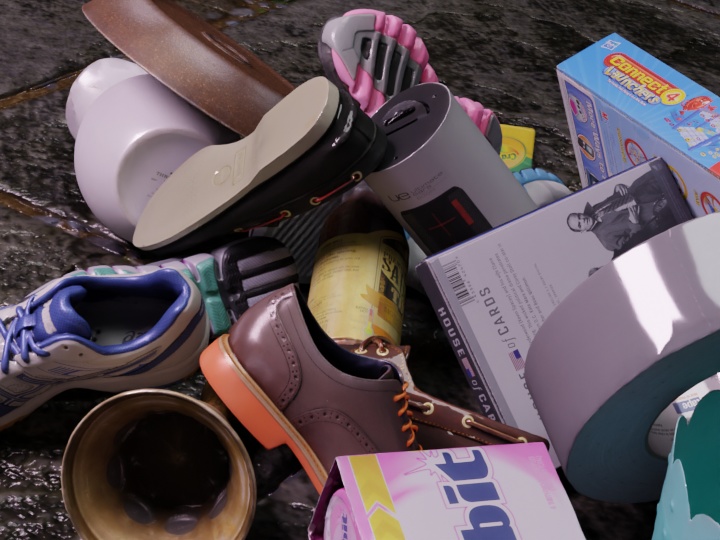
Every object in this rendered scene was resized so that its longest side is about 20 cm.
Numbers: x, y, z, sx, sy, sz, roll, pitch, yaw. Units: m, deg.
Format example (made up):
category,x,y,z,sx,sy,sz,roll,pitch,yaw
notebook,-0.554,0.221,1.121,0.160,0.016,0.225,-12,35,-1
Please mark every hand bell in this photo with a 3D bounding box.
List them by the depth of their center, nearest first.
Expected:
category,x,y,z,sx,sy,sz,roll,pitch,yaw
hand bell,-0.090,0.089,0.870,0.103,0.105,0.200,14,15,5

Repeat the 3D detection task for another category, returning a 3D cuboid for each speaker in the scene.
category,x,y,z,sx,sy,sz,roll,pitch,yaw
speaker,0.079,-0.029,1.010,0.081,0.200,0.081,-28,33,20

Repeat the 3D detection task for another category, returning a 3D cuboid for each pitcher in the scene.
category,x,y,z,sx,sy,sz,roll,pitch,yaw
pitcher,-0.132,-0.083,1.138,0.171,0.122,0.200,18,12,-20

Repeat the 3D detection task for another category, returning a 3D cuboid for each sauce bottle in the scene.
category,x,y,z,sx,sy,sz,roll,pitch,yaw
sauce bottle,0.000,0.000,0.999,0.065,0.066,0.201,10,51,-3

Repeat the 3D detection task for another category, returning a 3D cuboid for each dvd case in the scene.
category,x,y,z,sx,sy,sz,roll,pitch,yaw
dvd case,0.148,0.027,0.966,0.199,0.025,0.151,-23,85,-27

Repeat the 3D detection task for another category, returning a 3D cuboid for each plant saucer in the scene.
category,x,y,z,sx,sy,sz,roll,pitch,yaw
plant saucer,-0.103,-0.144,1.077,0.200,0.037,0.200,34,10,-7

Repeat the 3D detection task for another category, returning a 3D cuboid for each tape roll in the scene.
category,x,y,z,sx,sy,sz,roll,pitch,yaw
tape roll,0.195,0.051,0.850,0.199,0.201,0.066,-3,54,-26

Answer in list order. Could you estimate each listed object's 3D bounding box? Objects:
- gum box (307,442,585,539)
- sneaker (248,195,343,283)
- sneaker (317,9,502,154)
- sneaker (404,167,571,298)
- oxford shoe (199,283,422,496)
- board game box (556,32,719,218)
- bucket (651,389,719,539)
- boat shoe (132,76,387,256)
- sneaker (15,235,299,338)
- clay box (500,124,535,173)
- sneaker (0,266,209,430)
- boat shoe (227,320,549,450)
category,x,y,z,sx,sy,sz,roll,pitch,yaw
gum box,0.059,0.180,0.699,0.113,0.066,0.201,-1,46,-22
sneaker,-0.024,-0.042,1.126,0.079,0.079,0.199,37,25,32
sneaker,0.018,-0.115,1.080,0.095,0.079,0.200,9,-20,39
sneaker,0.102,-0.015,1.144,0.199,0.075,0.087,-21,51,-38
oxford shoe,0.008,0.093,0.805,0.200,0.073,0.071,44,10,-9
board game box,0.234,-0.042,1.087,0.056,0.201,0.196,-31,42,-13
bucket,0.235,0.167,0.761,0.205,0.136,0.208,9,28,-5
boat shoe,-0.070,-0.052,0.978,0.063,0.201,0.074,36,43,-32
sneaker,-0.140,0.029,0.984,0.199,0.075,0.087,-12,3,-28
clay box,0.032,-0.102,1.246,0.198,0.048,0.115,6,-1,-8
sneaker,-0.184,0.036,0.859,0.199,0.088,0.076,-15,66,-14
boat shoe,0.014,0.075,0.879,0.199,0.071,0.070,30,7,6
